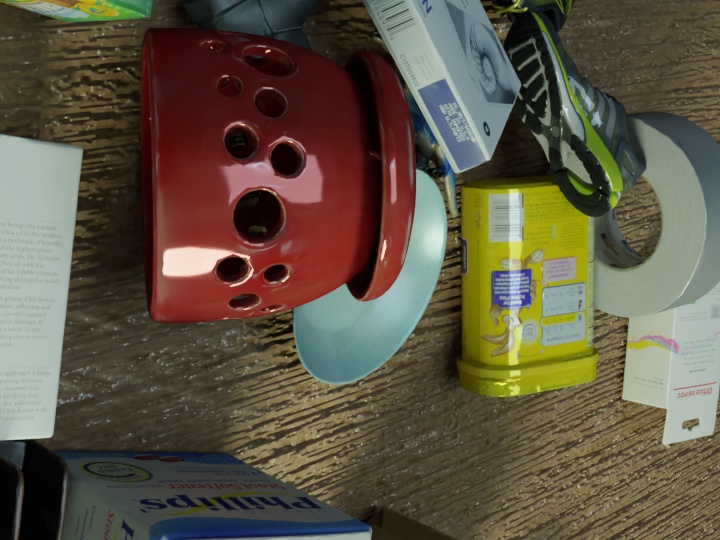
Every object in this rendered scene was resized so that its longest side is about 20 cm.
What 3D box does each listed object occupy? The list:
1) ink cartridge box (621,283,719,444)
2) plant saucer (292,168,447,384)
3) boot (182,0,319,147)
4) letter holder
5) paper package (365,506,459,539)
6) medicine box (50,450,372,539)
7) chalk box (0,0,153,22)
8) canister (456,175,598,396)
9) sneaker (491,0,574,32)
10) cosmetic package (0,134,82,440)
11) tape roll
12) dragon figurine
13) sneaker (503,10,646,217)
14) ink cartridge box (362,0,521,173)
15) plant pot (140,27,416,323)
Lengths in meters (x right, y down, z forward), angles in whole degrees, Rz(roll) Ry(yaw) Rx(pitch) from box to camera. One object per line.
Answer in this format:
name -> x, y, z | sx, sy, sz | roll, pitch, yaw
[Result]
ink cartridge box -> 0.371, 0.095, 1.310 | 0.116, 0.067, 0.202 | -1, 97, -41
plant saucer -> 0.000, 0.000, 0.968 | 0.200, 0.039, 0.202 | -32, 135, -39
boot -> -0.038, -0.161, 0.907 | 0.164, 0.065, 0.201 | -35, 117, -22
letter holder -> -0.256, 0.222, 0.735 | 0.100, 0.142, 0.202 | 11, 91, -41
paper package -> 0.066, 0.344, 1.007 | 0.103, 0.190, 0.201 | -31, 116, -33
medicine box -> -0.125, 0.206, 0.807 | 0.181, 0.199, 0.104 | 9, 92, -42
chalk box -> -0.200, -0.233, 0.715 | 0.199, 0.124, 0.125 | 10, 91, -40
canister -> 0.166, 0.011, 1.097 | 0.147, 0.086, 0.202 | -6, 100, -29
sneaker -> 0.145, -0.280, 1.040 | 0.199, 0.074, 0.085 | 12, 89, -42
cosmetic package -> -0.256, 0.009, 0.744 | 0.101, 0.071, 0.202 | 4, 95, -41
tape roll -> 0.277, -0.056, 1.113 | 0.066, 0.200, 0.202 | -12, 105, -38
dragon figurine -> 0.068, -0.137, 1.010 | 0.200, 0.059, 0.100 | 47, 68, -34
sneaker -> 0.201, -0.153, 1.047 | 0.081, 0.074, 0.201 | -28, 95, -35
ink cartridge box -> 0.073, -0.215, 0.940 | 0.200, 0.040, 0.201 | 58, 31, -24
plant pot -> -0.062, -0.067, 0.777 | 0.181, 0.200, 0.202 | -2, 101, -11
